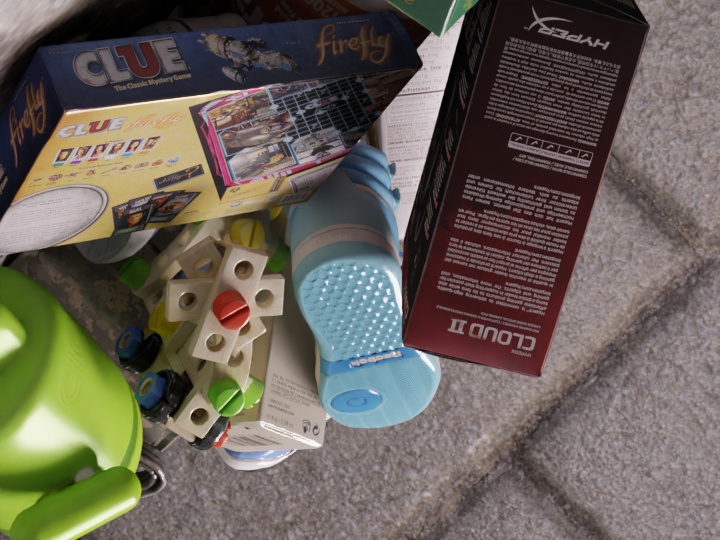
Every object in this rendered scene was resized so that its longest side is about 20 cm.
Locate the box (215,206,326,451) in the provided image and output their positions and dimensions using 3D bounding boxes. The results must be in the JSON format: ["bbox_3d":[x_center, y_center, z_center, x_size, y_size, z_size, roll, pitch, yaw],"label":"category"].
[{"bbox_3d":[-0.060,0.010,1.017,0.081,0.068,0.203,-6,-112,38],"label":"box"}]

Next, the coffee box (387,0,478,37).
[{"bbox_3d":[0.044,-0.202,0.740,0.200,0.122,0.044,-49,171,-38],"label":"coffee box"}]

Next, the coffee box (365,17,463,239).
[{"bbox_3d":[0.043,-0.135,1.046,0.115,0.079,0.202,-102,-174,-48],"label":"coffee box"}]

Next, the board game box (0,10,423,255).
[{"bbox_3d":[-0.083,-0.067,0.778,0.198,0.035,0.135,-12,159,-37],"label":"board game box"}]

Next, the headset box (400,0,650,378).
[{"bbox_3d":[0.074,-0.053,0.810,0.149,0.076,0.202,-84,-173,-70],"label":"headset box"}]

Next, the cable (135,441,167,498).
[{"bbox_3d":[-0.221,0.110,1.026,0.097,0.199,0.051,-41,-155,24],"label":"cable"}]

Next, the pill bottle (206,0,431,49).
[{"bbox_3d":[-0.022,-0.145,0.890,0.112,0.112,0.200,-47,-179,-33],"label":"pill bottle"}]

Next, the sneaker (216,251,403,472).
[{"bbox_3d":[-0.030,0.057,1.119,0.200,0.076,0.077,-46,164,-9],"label":"sneaker"}]

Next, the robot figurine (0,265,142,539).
[{"bbox_3d":[-0.192,0.075,0.877,0.116,0.175,0.200,-46,148,-11],"label":"robot figurine"}]

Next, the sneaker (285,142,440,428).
[{"bbox_3d":[0.000,0.000,0.965,0.078,0.132,0.201,-8,144,0],"label":"sneaker"}]

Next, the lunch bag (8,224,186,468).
[{"bbox_3d":[-0.133,0.007,1.115,0.117,0.164,0.200,-40,-174,45],"label":"lunch bag"}]

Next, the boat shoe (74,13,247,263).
[{"bbox_3d":[-0.110,-0.069,0.891,0.066,0.074,0.200,-24,167,-34],"label":"boat shoe"}]

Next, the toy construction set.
[{"bbox_3d":[-0.082,0.019,0.897,0.132,0.092,0.200,-52,-165,7],"label":"toy construction set"}]
